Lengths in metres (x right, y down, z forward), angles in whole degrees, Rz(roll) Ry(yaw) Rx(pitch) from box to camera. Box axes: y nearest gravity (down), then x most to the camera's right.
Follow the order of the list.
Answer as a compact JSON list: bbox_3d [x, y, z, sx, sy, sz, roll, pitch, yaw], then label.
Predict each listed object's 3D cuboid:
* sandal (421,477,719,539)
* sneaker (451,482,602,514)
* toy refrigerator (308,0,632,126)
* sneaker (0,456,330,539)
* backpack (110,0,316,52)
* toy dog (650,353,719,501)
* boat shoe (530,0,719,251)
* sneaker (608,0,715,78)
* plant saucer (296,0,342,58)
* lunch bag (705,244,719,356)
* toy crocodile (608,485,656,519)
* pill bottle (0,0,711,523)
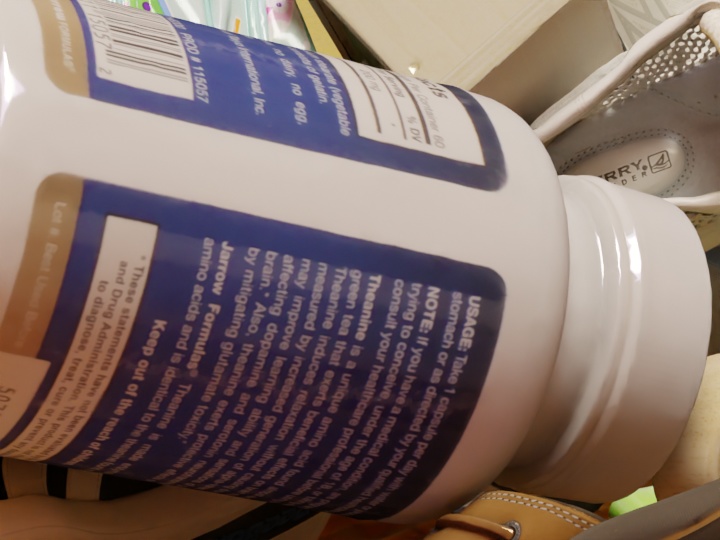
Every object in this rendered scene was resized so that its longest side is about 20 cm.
[{"bbox_3d":[0.047,0.074,0.664,0.082,0.200,0.055,29,39,-46],"label":"sandal"},{"bbox_3d":[0.000,0.000,0.791,0.200,0.082,0.070,35,4,-22],"label":"sneaker"},{"bbox_3d":[0.040,-0.059,0.896,0.076,0.070,0.200,48,-2,20],"label":"toy refrigerator"},{"bbox_3d":[-0.106,0.056,0.731,0.112,0.073,0.200,38,27,26],"label":"sneaker"},{"bbox_3d":[-0.089,-0.073,0.881,0.126,0.167,0.200,-3,39,-15],"label":"backpack"},{"bbox_3d":[0.160,0.017,0.736,0.132,0.097,0.200,7,19,23],"label":"toy dog"},{"bbox_3d":[0.122,-0.053,0.792,0.069,0.200,0.071,7,55,-61],"label":"boat shoe"},{"bbox_3d":[0.130,-0.077,1.025,0.075,0.081,0.200,-14,64,-54],"label":"sneaker"},{"bbox_3d":[0.014,-0.096,1.122,0.200,0.049,0.200,20,29,21],"label":"plant saucer"},{"bbox_3d":[0.170,-0.045,0.900,0.076,0.200,0.160,33,18,29],"label":"lunch bag"},{"bbox_3d":[0.166,0.066,0.832,0.200,0.062,0.068,-4,29,-25],"label":"toy crocodile"},{"bbox_3d":[-0.019,0.002,0.688,0.200,0.111,0.111,12,23,-25],"label":"pill bottle"}]
